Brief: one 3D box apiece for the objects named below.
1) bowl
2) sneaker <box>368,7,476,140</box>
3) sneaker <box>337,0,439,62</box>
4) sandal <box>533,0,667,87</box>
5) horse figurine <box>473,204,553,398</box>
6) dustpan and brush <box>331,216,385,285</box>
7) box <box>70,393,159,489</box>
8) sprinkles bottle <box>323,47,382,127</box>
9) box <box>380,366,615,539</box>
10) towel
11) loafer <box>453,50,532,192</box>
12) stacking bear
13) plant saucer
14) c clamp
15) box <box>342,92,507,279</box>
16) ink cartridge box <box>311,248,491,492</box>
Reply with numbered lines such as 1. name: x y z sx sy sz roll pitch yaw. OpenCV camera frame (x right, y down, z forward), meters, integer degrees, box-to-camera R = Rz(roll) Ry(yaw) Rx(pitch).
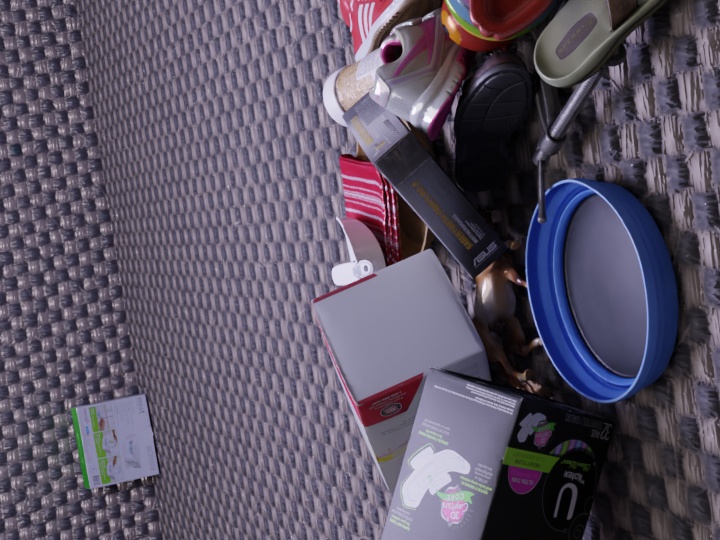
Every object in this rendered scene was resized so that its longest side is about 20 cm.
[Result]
1. bowl: 0.215 0.016 1.171 0.200 0.039 0.203 170 90 -68
2. sneaker: 0.068 -0.217 1.268 0.082 0.088 0.201 112 -176 -46
3. sneaker: 0.024 -0.307 1.460 0.200 0.071 0.114 140 115 -68
4. sandal: 0.198 -0.228 1.026 0.201 0.057 0.080 -54 44 29
5. horse figurine: 0.148 0.038 1.329 0.132 0.049 0.202 -164 64 -70
6. dustpan and brush: 0.000 0.000 1.513 0.200 0.057 0.141 167 92 -69
7. box: -0.596 0.413 3.171 0.097 0.175 0.202 163 96 -67
8. sprinkles bottle: 0.036 -0.214 1.423 0.199 0.068 0.069 -19 82 56
9. box: 0.125 0.211 1.215 0.124 0.148 0.202 16 89 48
10. towel: 0.012 -0.037 1.581 0.144 0.022 0.202 -151 54 -64
11. loafer: 0.121 -0.154 1.277 0.201 0.071 0.064 97 168 -60
12. stacking bear: 0.117 -0.248 1.144 0.122 0.113 0.200 57 176 5
13. plant saucer: 0.050 -0.101 1.533 0.200 0.035 0.202 170 90 -69
14. c clamp: 0.189 -0.168 1.142 0.201 0.027 0.172 112 159 -52
15. box: 0.061 -0.092 1.319 0.158 0.048 0.200 47 -174 -22
16. ink cartridge box: 0.053 0.111 1.395 0.201 0.144 0.145 73 172 -52
